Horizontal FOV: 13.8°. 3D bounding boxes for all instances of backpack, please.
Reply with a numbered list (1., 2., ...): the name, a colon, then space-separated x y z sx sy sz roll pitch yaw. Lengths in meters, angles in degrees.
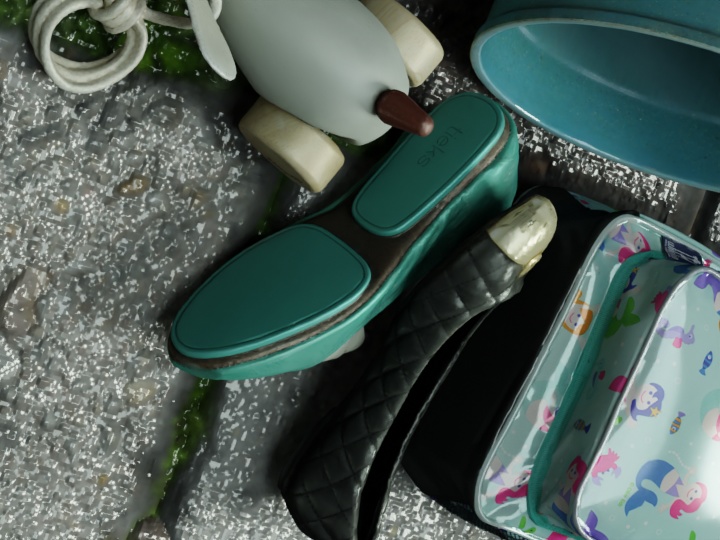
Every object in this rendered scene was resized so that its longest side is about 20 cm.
1. backpack: 0.141 0.070 1.446 0.200 0.150 0.178 29 86 -41

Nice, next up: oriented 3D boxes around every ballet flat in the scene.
1. ballet flat: 0.034 0.048 1.380 0.200 0.057 0.066 -55 162 19
2. ballet flat: 0.000 0.000 1.375 0.200 0.067 0.070 -39 142 -16

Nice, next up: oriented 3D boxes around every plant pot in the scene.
1. plant pot: 0.172 -0.157 1.373 0.200 0.200 0.189 28 73 -37

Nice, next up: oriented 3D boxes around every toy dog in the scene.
1. toy dog: -0.034 -0.110 1.294 0.200 0.096 0.132 21 92 -37
